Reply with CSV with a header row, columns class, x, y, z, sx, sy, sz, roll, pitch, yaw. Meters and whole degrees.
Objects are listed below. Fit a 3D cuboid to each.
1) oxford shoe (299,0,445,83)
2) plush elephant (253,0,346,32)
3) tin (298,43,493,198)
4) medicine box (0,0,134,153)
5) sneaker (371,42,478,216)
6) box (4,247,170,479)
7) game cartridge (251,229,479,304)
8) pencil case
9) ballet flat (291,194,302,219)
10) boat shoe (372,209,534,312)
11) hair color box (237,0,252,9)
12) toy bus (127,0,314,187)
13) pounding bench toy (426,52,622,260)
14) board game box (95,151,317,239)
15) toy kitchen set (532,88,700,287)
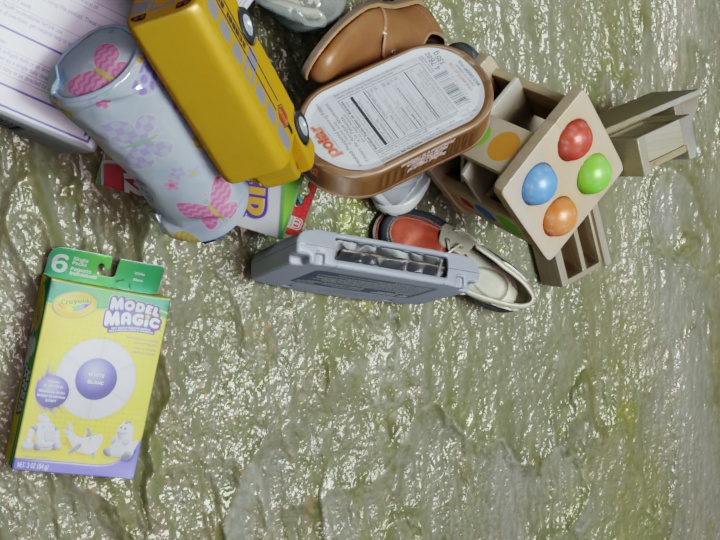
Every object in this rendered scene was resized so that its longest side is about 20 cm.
class,x,y,z,sx,sy,sz,roll,pitch,yaw
oxford shoe,0.020,-0.217,0.974,0.071,0.071,0.200,47,46,9
plush elephant,-0.056,-0.293,0.922,0.155,0.165,0.200,42,105,-12
tin,0.031,-0.141,0.919,0.199,0.042,0.112,-28,64,-18
medicine box,-0.281,-0.224,0.837,0.181,0.103,0.201,23,85,-28
sneaker,0.052,-0.162,1.019,0.115,0.075,0.201,34,80,-51
box,-0.247,0.086,0.925,0.117,0.048,0.202,11,89,-29
game cartridge,0.000,0.000,0.995,0.199,0.133,0.042,9,80,-27
pencil case,-0.169,-0.107,0.825,0.090,0.084,0.200,-15,142,14
ballet flat,-0.115,-0.131,0.963,0.069,0.069,0.201,-28,109,-22
boat shoe,0.103,-0.009,1.091,0.199,0.062,0.072,30,84,-26
hair color box,-0.166,-0.276,0.782,0.199,0.061,0.099,33,104,-28
toy bus,-0.103,-0.141,0.795,0.065,0.079,0.200,-13,135,17
pounding bench toy,0.177,-0.091,1.013,0.124,0.156,0.200,-50,136,-6
board game box,-0.135,-0.097,0.930,0.199,0.030,0.096,16,111,-16
toy kitchen set,0.303,-0.089,1.109,0.162,0.200,0.182,-25,107,-27
